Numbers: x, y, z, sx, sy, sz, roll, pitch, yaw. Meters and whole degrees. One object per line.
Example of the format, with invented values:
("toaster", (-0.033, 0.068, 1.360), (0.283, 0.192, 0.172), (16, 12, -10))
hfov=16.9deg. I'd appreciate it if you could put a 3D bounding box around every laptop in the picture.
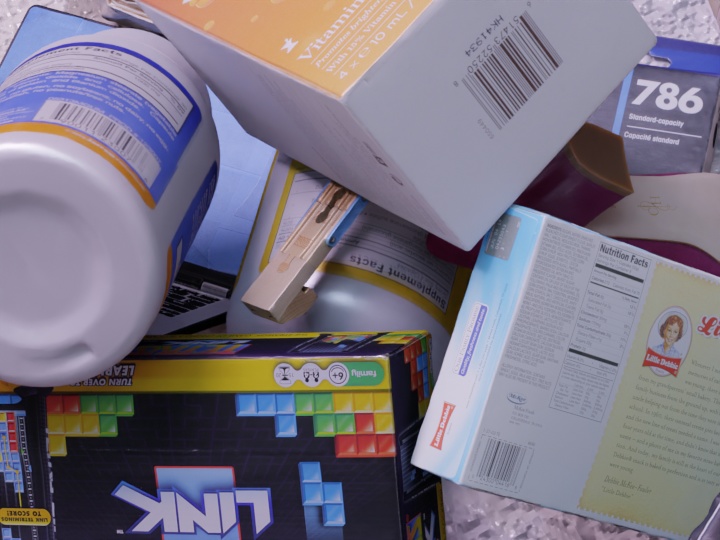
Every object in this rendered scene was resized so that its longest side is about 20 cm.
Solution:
("laptop", (-0.137, -0.053, 1.203), (0.186, 0.200, 0.117), (16, 101, 16))

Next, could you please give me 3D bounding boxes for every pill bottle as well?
("pill bottle", (0.000, 0.000, 1.154), (0.111, 0.112, 0.201), (9, 62, 13))
("pill bottle", (-0.123, -0.039, 1.075), (0.111, 0.113, 0.200), (-1, 22, 7))

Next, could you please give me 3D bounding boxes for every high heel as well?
("high heel", (0.127, -0.003, 1.131), (0.096, 0.199, 0.068), (-33, 52, 36))

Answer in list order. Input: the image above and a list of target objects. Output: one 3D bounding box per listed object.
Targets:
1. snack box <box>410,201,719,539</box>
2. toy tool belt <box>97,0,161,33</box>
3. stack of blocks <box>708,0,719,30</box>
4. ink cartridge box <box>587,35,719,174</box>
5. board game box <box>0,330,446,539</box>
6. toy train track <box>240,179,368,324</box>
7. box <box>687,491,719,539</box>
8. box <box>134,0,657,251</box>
("snack box", (0.121, 0.052, 1.050), (0.037, 0.199, 0.117), (19, 91, 52))
("toy tool belt", (-0.049, -0.181, 1.257), (0.199, 0.123, 0.126), (3, 61, 9))
("stack of blocks", (0.254, -0.094, 1.193), (0.114, 0.059, 0.201), (-10, 59, -10))
("ink cartridge box", (0.123, -0.046, 1.207), (0.099, 0.039, 0.201), (8, 61, 13))
("board game box", (-0.063, 0.112, 1.057), (0.199, 0.057, 0.167), (-2, 98, 22))
("toy train track", (0.020, -0.053, 1.094), (0.114, 0.033, 0.200), (17, 65, 51))
("box", (0.209, 0.137, 0.996), (0.117, 0.200, 0.197), (29, 68, 21))
("box", (0.010, -0.109, 1.048), (0.124, 0.098, 0.200), (-48, 34, -9))
